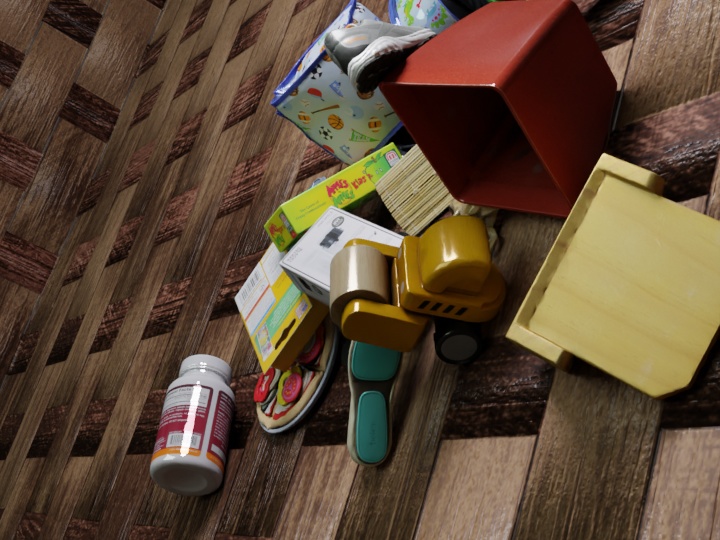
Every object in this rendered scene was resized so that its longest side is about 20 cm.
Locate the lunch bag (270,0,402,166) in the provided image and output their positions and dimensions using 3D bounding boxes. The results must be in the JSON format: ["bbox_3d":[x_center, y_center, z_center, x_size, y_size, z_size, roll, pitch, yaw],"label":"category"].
[{"bbox_3d":[-0.013,-0.263,1.648,0.200,0.169,0.124,-45,18,30],"label":"lunch bag"}]

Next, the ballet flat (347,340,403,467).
[{"bbox_3d":[0.014,0.138,1.387,0.069,0.069,0.202,9,90,63],"label":"ballet flat"}]

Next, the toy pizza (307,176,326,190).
[{"bbox_3d":[-0.093,-0.055,1.821,0.201,0.031,0.201,-60,14,24],"label":"toy pizza"}]

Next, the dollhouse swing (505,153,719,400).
[{"bbox_3d":[0.268,0.021,1.106,0.201,0.175,0.182,-62,-16,-1],"label":"dollhouse swing"}]

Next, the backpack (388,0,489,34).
[{"bbox_3d":[0.128,-0.314,1.500,0.147,0.199,0.184,-43,32,32],"label":"backpack"}]

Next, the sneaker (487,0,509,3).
[{"bbox_3d":[0.245,-0.358,1.403,0.198,0.078,0.086,-3,39,30],"label":"sneaker"}]

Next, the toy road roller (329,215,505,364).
[{"bbox_3d":[0.071,0.006,1.300,0.124,0.198,0.147,-92,17,-47],"label":"toy road roller"}]

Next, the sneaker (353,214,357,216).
[{"bbox_3d":[-0.016,-0.050,1.661,0.199,0.075,0.082,-6,50,59],"label":"sneaker"}]

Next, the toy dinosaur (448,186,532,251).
[{"bbox_3d":[0.149,-0.074,1.389,0.199,0.058,0.102,-10,55,58],"label":"toy dinosaur"}]

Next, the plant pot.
[{"bbox_3d":[0.178,-0.200,1.294,0.199,0.200,0.177,14,60,50],"label":"plant pot"}]

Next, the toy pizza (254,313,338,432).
[{"bbox_3d":[-0.100,0.139,1.652,0.200,0.032,0.201,-43,31,34],"label":"toy pizza"}]

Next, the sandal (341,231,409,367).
[{"bbox_3d":[0.018,0.037,1.535,0.202,0.045,0.075,-64,26,-5],"label":"sandal"}]

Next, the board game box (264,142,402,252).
[{"bbox_3d":[-0.035,-0.104,1.616,0.199,0.048,0.102,-32,-3,-23],"label":"board game box"}]

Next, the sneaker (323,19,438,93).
[{"bbox_3d":[0.028,-0.267,1.334,0.074,0.079,0.200,-54,-14,28],"label":"sneaker"}]

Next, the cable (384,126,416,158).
[{"bbox_3d":[0.102,-0.221,1.641,0.164,0.051,0.200,-63,21,-12],"label":"cable"}]

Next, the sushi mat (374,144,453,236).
[{"bbox_3d":[0.105,-0.135,1.517,0.200,0.096,0.012,-42,-13,35],"label":"sushi mat"}]

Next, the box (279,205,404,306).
[{"bbox_3d":[0.000,0.000,1.480,0.199,0.060,0.117,24,66,44],"label":"box"}]

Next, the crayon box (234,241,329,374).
[{"bbox_3d":[-0.110,0.054,1.627,0.126,0.051,0.200,-54,32,17],"label":"crayon box"}]

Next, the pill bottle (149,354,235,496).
[{"bbox_3d":[-0.256,0.238,1.764,0.113,0.112,0.201,-37,35,41],"label":"pill bottle"}]
